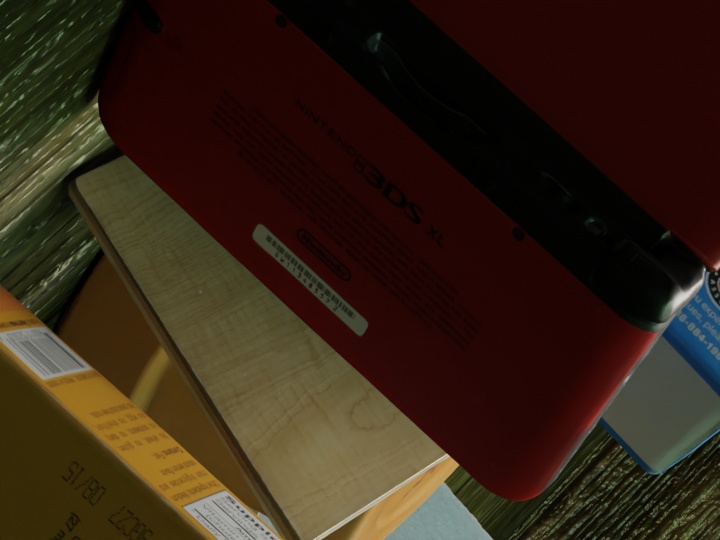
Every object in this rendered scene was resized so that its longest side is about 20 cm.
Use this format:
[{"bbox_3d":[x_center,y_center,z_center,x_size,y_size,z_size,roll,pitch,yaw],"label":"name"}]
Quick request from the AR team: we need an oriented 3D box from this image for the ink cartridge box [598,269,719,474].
[{"bbox_3d":[0.137,-0.046,1.047,0.200,0.146,0.084,-41,174,-29],"label":"ink cartridge box"}]

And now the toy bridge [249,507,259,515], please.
[{"bbox_3d":[-0.073,0.090,1.188,0.200,0.067,0.027,-71,180,-64],"label":"toy bridge"}]

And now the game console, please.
[{"bbox_3d":[0.040,-0.060,0.882,0.119,0.200,0.173,-37,164,-41],"label":"game console"}]

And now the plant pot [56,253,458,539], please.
[{"bbox_3d":[-0.010,0.021,1.134,0.200,0.140,0.200,-47,169,-12],"label":"plant pot"}]

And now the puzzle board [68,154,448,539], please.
[{"bbox_3d":[0.000,0.000,1.027,0.200,0.151,0.017,-29,174,-44],"label":"puzzle board"}]

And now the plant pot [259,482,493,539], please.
[{"bbox_3d":[-0.077,0.173,1.300,0.200,0.196,0.196,-16,149,-47],"label":"plant pot"}]

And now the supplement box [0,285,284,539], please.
[{"bbox_3d":[-0.083,0.089,0.918,0.067,0.200,0.069,-50,169,10],"label":"supplement box"}]
